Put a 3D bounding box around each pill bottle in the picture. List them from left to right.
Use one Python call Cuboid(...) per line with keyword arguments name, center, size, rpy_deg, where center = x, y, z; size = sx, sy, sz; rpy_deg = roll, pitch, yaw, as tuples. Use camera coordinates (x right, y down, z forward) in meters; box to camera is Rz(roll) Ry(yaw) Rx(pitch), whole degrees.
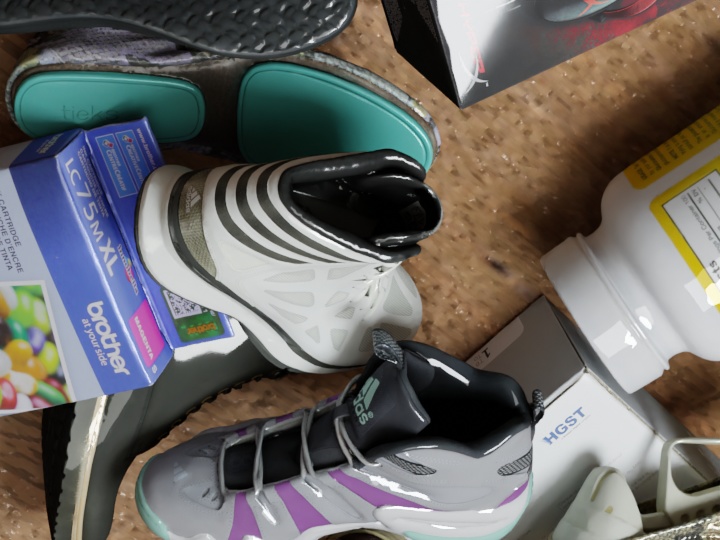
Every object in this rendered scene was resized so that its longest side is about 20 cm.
Cuboid(name="pill bottle", center=(0.197, -0.026, 0.885), size=(0.200, 0.113, 0.113), rpy_deg=(-34, 123, 9))

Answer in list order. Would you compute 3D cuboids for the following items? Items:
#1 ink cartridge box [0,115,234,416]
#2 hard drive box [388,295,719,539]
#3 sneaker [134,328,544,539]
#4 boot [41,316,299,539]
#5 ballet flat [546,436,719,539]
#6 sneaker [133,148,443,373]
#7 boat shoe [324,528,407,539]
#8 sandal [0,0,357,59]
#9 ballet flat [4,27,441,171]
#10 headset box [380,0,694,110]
Cuboid(name="ink cartridge box", center=(-0.170, 0.008, 0.807), size=(0.199, 0.042, 0.120), rpy_deg=(-13, 111, 17))
Cuboid(name="hard drive box", center=(0.118, 0.137, 0.987), size=(0.156, 0.077, 0.200), rpy_deg=(-41, 122, 12))
Cuboid(name="sneaker", center=(-0.009, 0.075, 0.832), size=(0.199, 0.078, 0.140), rpy_deg=(-4, 143, -9))
Cuboid(name="boot", center=(-0.090, 0.068, 0.900), size=(0.138, 0.078, 0.201), rpy_deg=(2, 122, -21))
Cuboid(name="ballet flat", center=(0.163, 0.127, 0.918), size=(0.199, 0.068, 0.076), rpy_deg=(-16, 102, -10))
Cuboid(name="sneaker", center=(0.000, 0.000, 0.794), size=(0.115, 0.076, 0.200), rpy_deg=(-5, 162, 32))
Cuboid(name="boat shoe", center=(0.054, 0.209, 0.886), size=(0.200, 0.072, 0.072), rpy_deg=(45, 94, 1))
Cuboid(name="sandal", center=(-0.093, -0.133, 0.759), size=(0.200, 0.048, 0.076), rpy_deg=(7, 89, 15))
Cuboid(name="ballet flat", center=(-0.061, -0.086, 0.807), size=(0.199, 0.072, 0.072), rpy_deg=(7, 120, -5))
Cuboid(name="headset box", center=(0.095, -0.178, 0.699), size=(0.199, 0.075, 0.149), rpy_deg=(-25, 124, -10))
